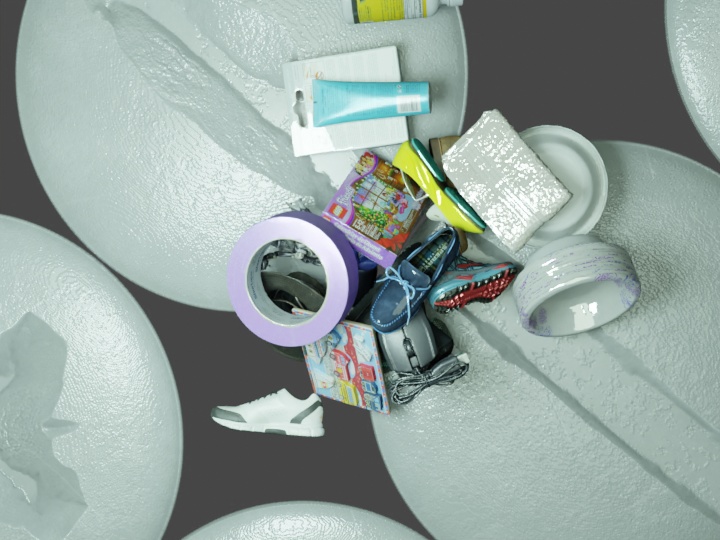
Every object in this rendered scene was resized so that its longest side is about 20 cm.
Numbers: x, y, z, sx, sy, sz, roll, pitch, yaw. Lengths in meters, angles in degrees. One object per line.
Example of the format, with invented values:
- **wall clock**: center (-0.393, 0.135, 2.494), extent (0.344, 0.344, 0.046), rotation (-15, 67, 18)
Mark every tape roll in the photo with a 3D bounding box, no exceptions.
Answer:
- **tape roll**: center (-0.105, 0.012, 1.581), extent (0.197, 0.066, 0.203), rotation (3, 102, 16)

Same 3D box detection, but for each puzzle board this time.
- **puzzle board**: center (-0.031, 0.154, 1.680), extent (0.149, 0.017, 0.202), rotation (12, 134, 26)

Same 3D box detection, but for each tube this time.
- **tube**: center (0.017, -0.279, 1.674), extent (0.197, 0.050, 0.079), rotation (-1, 90, 9)

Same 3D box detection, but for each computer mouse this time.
- **computer mouse**: center (0.076, 0.096, 1.607), extent (0.137, 0.053, 0.202), rotation (-25, 67, 4)

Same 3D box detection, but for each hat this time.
- **hat**: center (-0.111, 0.056, 1.714), extent (0.198, 0.081, 0.202), rotation (16, 137, 16)

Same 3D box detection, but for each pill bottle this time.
- **pill bottle**: center (0.067, -0.468, 1.666), extent (0.197, 0.112, 0.114), rotation (-5, 94, 3)

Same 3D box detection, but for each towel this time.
- **towel**: center (0.226, -0.144, 1.607), extent (0.133, 0.034, 0.201), rotation (-45, 72, 17)

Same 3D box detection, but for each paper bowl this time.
- **paper bowl**: center (0.305, -0.136, 1.673), extent (0.198, 0.104, 0.204), rotation (0, 94, 4)
- **paper bowl**: center (0.343, 0.018, 1.650), extent (0.198, 0.201, 0.105), rotation (-16, 60, 4)

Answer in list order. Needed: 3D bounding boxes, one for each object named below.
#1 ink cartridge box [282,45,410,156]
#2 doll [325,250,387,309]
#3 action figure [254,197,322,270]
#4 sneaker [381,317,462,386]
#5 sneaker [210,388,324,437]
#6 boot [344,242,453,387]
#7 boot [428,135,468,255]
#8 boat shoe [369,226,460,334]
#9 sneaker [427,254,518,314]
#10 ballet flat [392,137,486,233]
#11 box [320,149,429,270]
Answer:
- **ink cartridge box**: center (-0.023, -0.283, 1.721), extent (0.197, 0.047, 0.162), rotation (-7, 94, 7)
- **doll**: center (0.000, 0.000, 1.720), extent (0.135, 0.048, 0.203), rotation (-3, 109, -31)
- **action figure**: center (-0.101, -0.058, 1.704), extent (0.102, 0.198, 0.120), rotation (40, 126, 35)
- **sneaker**: center (0.069, 0.141, 1.739), extent (0.198, 0.078, 0.092), rotation (-18, 76, 1)
- **sneaker**: center (-0.158, 0.242, 1.759), extent (0.197, 0.074, 0.081), rotation (4, 84, -2)
- **boot**: center (0.093, 0.074, 1.683), extent (0.168, 0.077, 0.200), rotation (38, 76, 18)
- **boot**: center (0.167, -0.127, 1.708), extent (0.074, 0.074, 0.203), rotation (-9, 90, -2)
- **boat shoe**: center (0.078, 0.005, 1.579), extent (0.084, 0.069, 0.201), rotation (30, 73, 14)
- **sneaker**: center (0.177, 0.001, 1.677), extent (0.096, 0.198, 0.080), rotation (54, 133, 26)
- **ballet flat**: center (0.122, -0.123, 1.649), extent (0.067, 0.067, 0.201), rotation (-43, 76, 20)
- **box**: center (0.027, -0.102, 1.660), extent (0.136, 0.201, 0.039), rotation (30, 132, 0)
